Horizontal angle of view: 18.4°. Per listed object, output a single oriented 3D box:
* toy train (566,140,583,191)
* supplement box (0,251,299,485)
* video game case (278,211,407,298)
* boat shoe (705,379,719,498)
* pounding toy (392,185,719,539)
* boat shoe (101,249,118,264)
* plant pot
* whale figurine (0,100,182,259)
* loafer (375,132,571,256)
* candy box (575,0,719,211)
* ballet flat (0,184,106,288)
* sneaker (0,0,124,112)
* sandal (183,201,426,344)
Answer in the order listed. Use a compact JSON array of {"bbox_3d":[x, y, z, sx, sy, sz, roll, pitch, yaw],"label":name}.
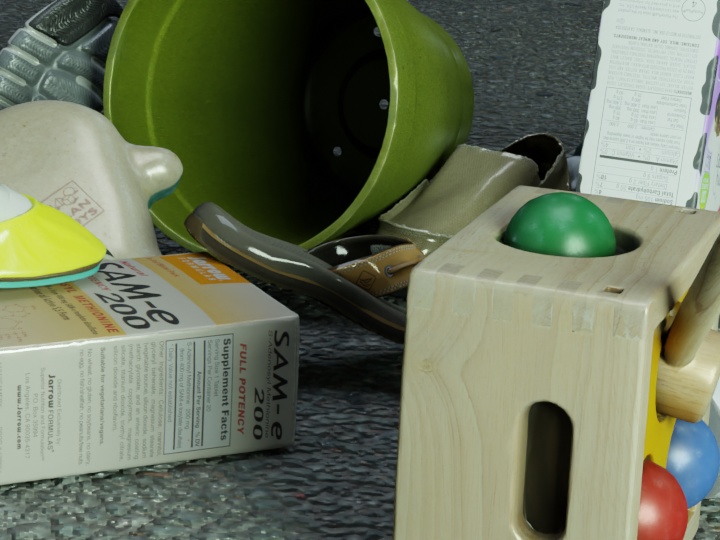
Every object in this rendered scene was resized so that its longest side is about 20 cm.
[{"bbox_3d":[0.224,-0.072,1.571,0.114,0.085,0.200,2,14,43],"label":"toy train"},{"bbox_3d":[-0.146,0.047,1.116,0.200,0.074,0.126,-6,19,-26],"label":"supplement box"},{"bbox_3d":[0.072,-0.014,1.436,0.200,0.026,0.181,14,20,31],"label":"video game case"},{"bbox_3d":[0.160,0.061,1.132,0.057,0.069,0.200,-3,15,-19],"label":"boat shoe"},{"bbox_3d":[0.104,0.046,0.938,0.142,0.200,0.184,9,18,19],"label":"pounding toy"},{"bbox_3d":[-0.226,0.012,1.183,0.201,0.074,0.063,-12,40,-13],"label":"boat shoe"},{"bbox_3d":[-0.025,-0.107,1.397,0.200,0.200,0.193,11,7,26],"label":"plant pot"},{"bbox_3d":[-0.164,-0.009,1.289,0.159,0.104,0.200,-39,57,-21],"label":"whale figurine"},{"bbox_3d":[0.067,-0.041,1.364,0.076,0.067,0.200,12,19,27],"label":"loafer"},{"bbox_3d":[0.177,-0.072,1.289,0.072,0.200,0.168,9,4,16],"label":"candy box"},{"bbox_3d":[-0.224,-0.023,1.098,0.200,0.067,0.067,-5,20,-16],"label":"ballet flat"},{"bbox_3d":[-0.231,-0.096,1.419,0.075,0.200,0.115,38,-12,-28],"label":"sneaker"},{"bbox_3d":[0.000,0.000,1.222,0.200,0.055,0.082,26,1,-14],"label":"sandal"}]
